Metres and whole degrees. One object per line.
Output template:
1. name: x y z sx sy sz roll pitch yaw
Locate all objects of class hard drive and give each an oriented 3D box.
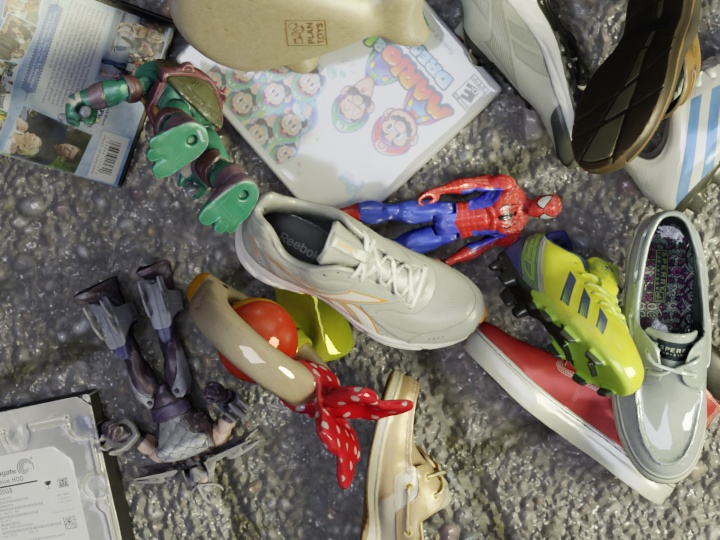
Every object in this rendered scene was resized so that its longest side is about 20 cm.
1. hard drive: -0.264 0.210 1.347 0.138 0.038 0.202 -11 93 10

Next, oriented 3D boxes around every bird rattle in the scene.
1. bird rattle: -0.063 0.073 1.219 0.162 0.200 0.113 32 108 -28

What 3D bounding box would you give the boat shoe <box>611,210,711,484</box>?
1. boat shoe: 0.222 0.053 1.179 0.069 0.072 0.203 1 80 3

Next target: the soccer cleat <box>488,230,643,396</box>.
1. soccer cleat: 0.165 0.023 1.186 0.083 0.200 0.065 -28 121 -6

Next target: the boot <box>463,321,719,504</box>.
1. boot: 0.191 0.066 1.246 0.199 0.072 0.145 34 94 3

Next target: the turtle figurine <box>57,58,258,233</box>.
1. turtle figurine: -0.147 -0.109 1.204 0.149 0.200 0.101 26 102 -34

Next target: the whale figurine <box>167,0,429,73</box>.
1. whale figurine: -0.044 -0.218 1.206 0.198 0.160 0.105 3 57 6

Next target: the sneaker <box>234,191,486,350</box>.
1. sneaker: 0.000 0.000 1.184 0.198 0.092 0.076 19 76 0

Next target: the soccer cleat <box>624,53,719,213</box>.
1. soccer cleat: 0.274 -0.136 1.206 0.086 0.070 0.201 39 100 4

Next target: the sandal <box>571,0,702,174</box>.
1. sandal: 0.218 -0.151 1.189 0.055 0.081 0.201 40 57 -30

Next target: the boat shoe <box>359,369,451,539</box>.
1. boat shoe: 0.039 0.178 1.280 0.068 0.074 0.202 7 106 6

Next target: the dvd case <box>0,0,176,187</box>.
1. dvd case: -0.247 -0.156 1.245 0.018 0.199 0.144 28 100 50

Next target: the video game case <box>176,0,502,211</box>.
1. video game case: -0.018 -0.156 1.275 0.182 0.024 0.200 -42 89 11

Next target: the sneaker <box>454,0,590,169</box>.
1. sneaker: 0.123 -0.169 1.233 0.079 0.074 0.202 -26 85 20

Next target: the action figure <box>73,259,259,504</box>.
1. action figure: -0.160 0.098 1.303 0.129 0.069 0.202 -20 95 6

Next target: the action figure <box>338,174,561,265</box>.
1. action figure: 0.059 -0.036 1.255 0.198 0.052 0.066 -10 103 0
